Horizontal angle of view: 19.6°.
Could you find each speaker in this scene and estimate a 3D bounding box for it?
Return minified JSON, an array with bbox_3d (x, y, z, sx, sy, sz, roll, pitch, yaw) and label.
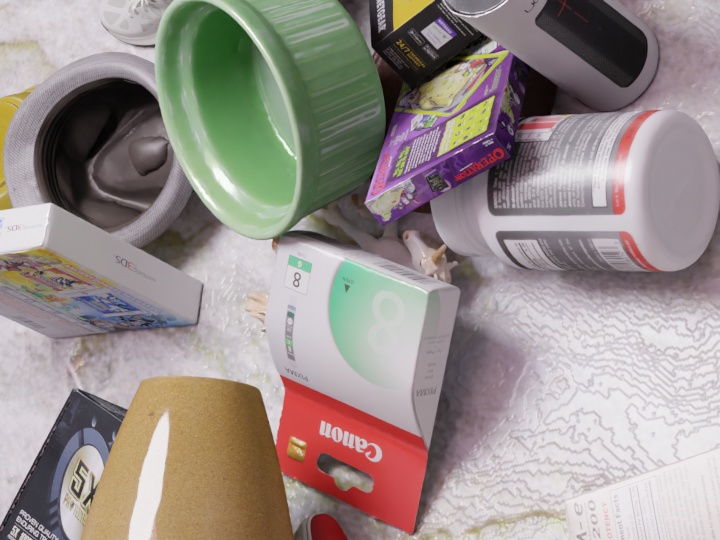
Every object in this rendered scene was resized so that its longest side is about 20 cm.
[{"bbox_3d":[0.142,-0.190,1.553,0.081,0.199,0.082,-14,65,32],"label":"speaker"}]

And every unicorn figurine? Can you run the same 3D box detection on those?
[{"bbox_3d":[0.000,0.000,1.684,0.200,0.073,0.138,-51,58,29],"label":"unicorn figurine"}]

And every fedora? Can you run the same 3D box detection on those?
[{"bbox_3d":[-0.212,-0.100,1.852,0.199,0.090,0.178,-27,79,26],"label":"fedora"}]

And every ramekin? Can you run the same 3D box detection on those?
[{"bbox_3d":[-0.068,-0.134,1.636,0.200,0.097,0.202,35,137,41],"label":"ramekin"}]

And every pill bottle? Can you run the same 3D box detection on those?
[{"bbox_3d":[0.156,-0.058,1.545,0.199,0.115,0.117,1,73,41],"label":"pill bottle"}]

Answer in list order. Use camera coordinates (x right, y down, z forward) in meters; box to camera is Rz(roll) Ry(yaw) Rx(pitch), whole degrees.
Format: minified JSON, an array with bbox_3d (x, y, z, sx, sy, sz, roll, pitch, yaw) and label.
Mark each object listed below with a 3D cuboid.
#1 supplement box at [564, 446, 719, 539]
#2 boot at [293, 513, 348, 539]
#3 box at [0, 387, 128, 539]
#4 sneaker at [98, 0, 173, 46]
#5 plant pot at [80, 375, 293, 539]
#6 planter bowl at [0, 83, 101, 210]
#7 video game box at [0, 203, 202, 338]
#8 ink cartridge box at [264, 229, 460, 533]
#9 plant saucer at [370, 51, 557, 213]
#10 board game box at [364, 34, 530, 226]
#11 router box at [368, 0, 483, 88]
[{"bbox_3d":[0.252,0.169,1.375,0.199,0.126,0.074,-23,61,30],"label":"supplement box"},{"bbox_3d":[0.040,0.242,1.551,0.144,0.072,0.201,-39,60,18],"label":"boot"},{"bbox_3d":[-0.193,0.217,1.728,0.199,0.086,0.165,29,90,41],"label":"box"},{"bbox_3d":[-0.186,-0.265,1.896,0.199,0.115,0.076,-4,70,37],"label":"sneaker"},{"bbox_3d":[-0.125,0.186,1.559,0.185,0.186,0.202,-5,75,36],"label":"plant pot"},{"bbox_3d":[-0.321,-0.102,1.958,0.199,0.083,0.202,-16,63,33],"label":"planter bowl"},{"bbox_3d":[-0.268,0.004,1.797,0.181,0.200,0.047,-3,68,36],"label":"video game box"},{"bbox_3d":[-0.011,0.086,1.618,0.160,0.050,0.202,21,104,39],"label":"ink cartridge box"},{"bbox_3d":[0.069,-0.147,1.705,0.199,0.034,0.202,-16,63,34],"label":"plant saucer"},{"bbox_3d":[0.072,-0.120,1.586,0.119,0.032,0.201,-23,27,25],"label":"board game box"},{"bbox_3d":[0.080,-0.257,1.678,0.157,0.052,0.201,-36,29,21],"label":"router box"}]
